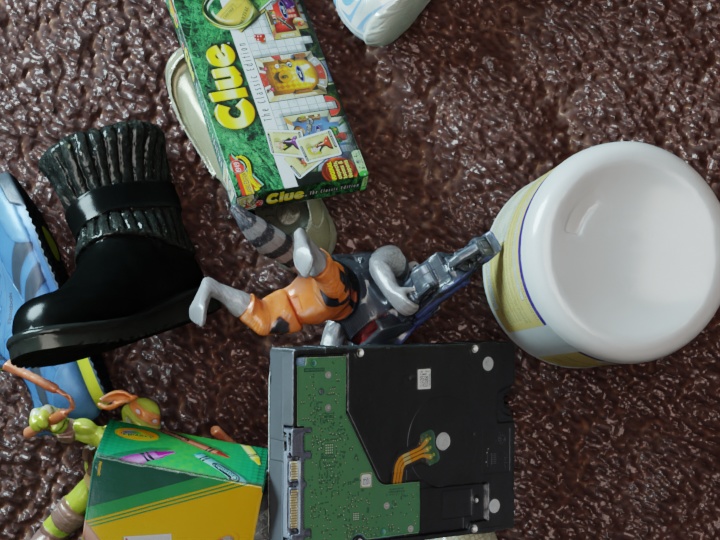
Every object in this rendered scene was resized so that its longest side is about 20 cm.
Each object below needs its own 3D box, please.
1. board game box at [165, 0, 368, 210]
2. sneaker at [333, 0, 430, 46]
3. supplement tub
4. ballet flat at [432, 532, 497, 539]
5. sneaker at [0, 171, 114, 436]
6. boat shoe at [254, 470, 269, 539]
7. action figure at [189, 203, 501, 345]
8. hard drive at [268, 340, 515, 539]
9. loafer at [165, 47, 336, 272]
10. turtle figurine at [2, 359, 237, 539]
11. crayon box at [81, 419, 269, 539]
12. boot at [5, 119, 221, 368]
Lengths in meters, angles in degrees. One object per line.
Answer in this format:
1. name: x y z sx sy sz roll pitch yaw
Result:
1. board game box: -0.072 -0.139 1.099 0.103 0.024 0.202 -12 62 -16
2. sneaker: 0.062 -0.256 1.140 0.199 0.072 0.073 -39 78 -8
3. supplement tub: 0.166 -0.005 1.046 0.143 0.200 0.148 1 85 -7
4. ballet flat: 0.083 0.275 1.091 0.066 0.062 0.203 -3 84 -3
5. sneaker: -0.254 0.027 1.107 0.078 0.066 0.202 -22 85 1
6. boat shoe: -0.032 0.150 1.098 0.199 0.068 0.072 -38 86 -4
7. action figure: 0.000 0.000 1.063 0.199 0.192 0.106 -39 60 29
8. hard drive: 0.025 0.122 1.045 0.198 0.038 0.142 -1 90 -36
9. loafer: -0.082 -0.092 1.120 0.075 0.068 0.201 -35 86 -4
10. turtle figurine: -0.192 0.150 1.081 0.198 0.065 0.163 24 104 -17
11. crayon box: -0.138 0.215 1.037 0.117 0.058 0.203 10 110 -3
12. boot: -0.196 -0.022 1.059 0.079 0.210 0.160 -20 89 28
